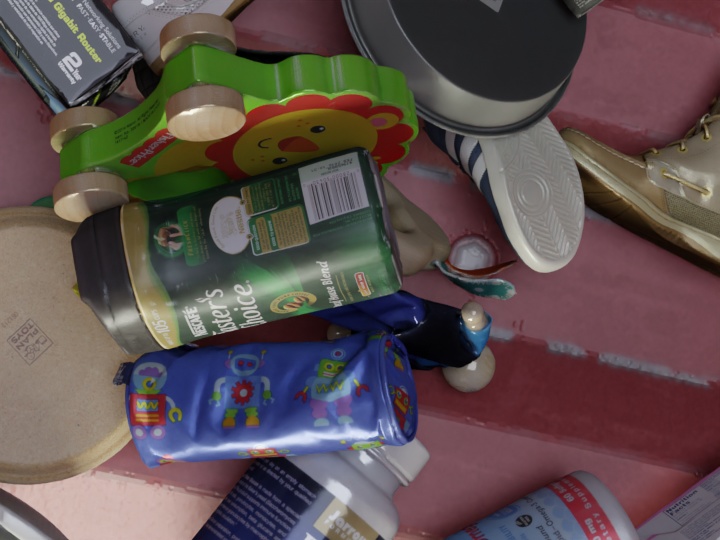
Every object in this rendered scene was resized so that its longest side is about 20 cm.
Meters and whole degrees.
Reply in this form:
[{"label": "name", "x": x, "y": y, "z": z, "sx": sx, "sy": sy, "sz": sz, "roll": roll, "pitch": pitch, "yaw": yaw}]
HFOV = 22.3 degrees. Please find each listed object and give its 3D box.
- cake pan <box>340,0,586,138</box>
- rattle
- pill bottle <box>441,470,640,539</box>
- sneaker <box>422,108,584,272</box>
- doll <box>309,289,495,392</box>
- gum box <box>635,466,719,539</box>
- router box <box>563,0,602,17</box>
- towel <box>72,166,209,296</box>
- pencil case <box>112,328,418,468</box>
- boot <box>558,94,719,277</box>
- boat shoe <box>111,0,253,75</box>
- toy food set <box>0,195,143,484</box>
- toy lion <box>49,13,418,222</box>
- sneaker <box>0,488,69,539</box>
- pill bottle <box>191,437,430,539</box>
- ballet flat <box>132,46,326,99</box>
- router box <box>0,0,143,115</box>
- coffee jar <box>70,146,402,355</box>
[{"label": "cake pan", "x": 0.079, "y": -0.192, "z": 1.272, "sx": 0.200, "sy": 0.037, "sz": 0.201, "roll": 10, "pitch": 69, "yaw": -28}, {"label": "rattle", "x": 0.000, "y": 0.000, "z": 1.313, "sx": 0.200, "sy": 0.130, "sz": 0.143, "roll": 33, "pitch": 93, "yaw": -36}, {"label": "pill bottle", "x": 0.100, "y": 0.233, "z": 1.306, "sx": 0.200, "sy": 0.109, "sz": 0.109, "roll": -26, "pitch": 94, "yaw": -12}, {"label": "sneaker", "x": 0.093, "y": -0.088, "z": 1.321, "sx": 0.075, "sy": 0.084, "sz": 0.201, "roll": -18, "pitch": 85, "yaw": -33}, {"label": "doll", "x": 0.024, "y": 0.040, "z": 1.289, "sx": 0.200, "sy": 0.136, "sz": 0.049, "roll": 26, "pitch": 62, "yaw": -41}, {"label": "gum box", "x": 0.296, "y": 0.203, "z": 1.351, "sx": 0.200, "sy": 0.066, "sz": 0.114, "roll": -33, "pitch": 117, "yaw": -12}, {"label": "router box", "x": 0.164, "y": -0.295, "z": 1.312, "sx": 0.157, "sy": 0.052, "sz": 0.200, "roll": 50, "pitch": 46, "yaw": -7}, {"label": "towel", "x": -0.105, "y": -0.040, "z": 1.246, "sx": 0.086, "sy": 0.018, "sz": 0.200, "roll": 31, "pitch": 75, "yaw": 33}, {"label": "pencil case", "x": -0.061, "y": 0.084, "z": 1.227, "sx": 0.199, "sy": 0.078, "sz": 0.087, "roll": -5, "pitch": 72, "yaw": 14}, {"label": "boot", "x": 0.248, "y": -0.097, "z": 1.364, "sx": 0.200, "sy": 0.073, "sz": 0.156, "roll": 28, "pitch": 84, "yaw": -12}, {"label": "boat shoe", "x": -0.084, "y": -0.217, "z": 1.227, "sx": 0.069, "sy": 0.071, "sz": 0.200, "roll": 48, "pitch": 65, "yaw": -5}, {"label": "toy food set", "x": -0.231, "y": 0.048, "z": 1.270, "sx": 0.198, "sy": 0.049, "sz": 0.200, "roll": 32, "pitch": 83, "yaw": -9}, {"label": "toy lion", "x": -0.071, "y": -0.083, "z": 1.160, "sx": 0.191, "sy": 0.200, "sz": 0.069, "roll": 13, "pitch": 59, "yaw": -40}, {"label": "sneaker", "x": -0.293, "y": 0.184, "z": 1.246, "sx": 0.200, "sy": 0.071, "sz": 0.099, "roll": 28, "pitch": 85, "yaw": -4}, {"label": "pill bottle", "x": -0.043, "y": 0.182, "z": 1.274, "sx": 0.111, "sy": 0.111, "sz": 0.200, "roll": 40, "pitch": 81, "yaw": -8}, {"label": "ballet flat", "x": -0.086, "y": -0.132, "z": 1.241, "sx": 0.067, "sy": 0.200, "sz": 0.057, "roll": -52, "pitch": 134, "yaw": -31}, {"label": "router box", "x": -0.234, "y": -0.196, "z": 1.224, "sx": 0.062, "sy": 0.150, "sz": 0.200, "roll": -39, "pitch": 96, "yaw": -10}, {"label": "coffee jar", "x": -0.078, "y": -0.009, "z": 1.153, "sx": 0.199, "sy": 0.104, "sz": 0.086, "roll": -14, "pitch": 69, "yaw": 4}]
